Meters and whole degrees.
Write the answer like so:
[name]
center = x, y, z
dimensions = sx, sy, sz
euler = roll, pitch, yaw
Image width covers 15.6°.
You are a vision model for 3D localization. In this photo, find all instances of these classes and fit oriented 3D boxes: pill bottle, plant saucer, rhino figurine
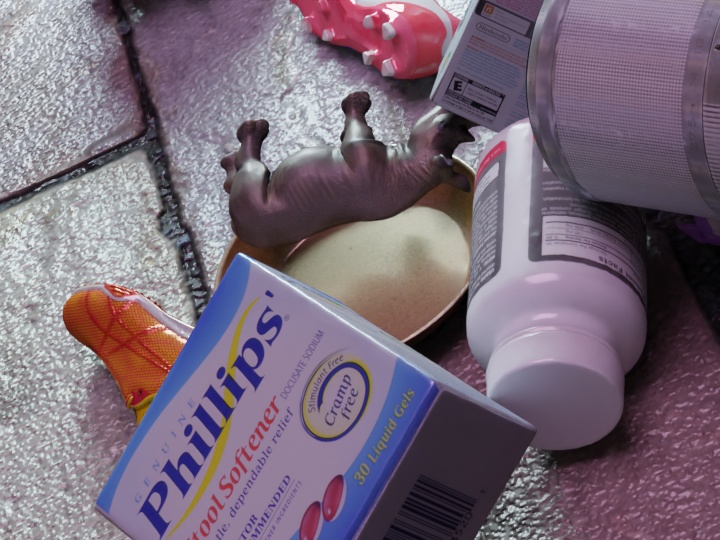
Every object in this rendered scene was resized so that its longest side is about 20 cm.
[pill bottle]
center = 0.121, 0.008, 1.610
dimensions = 0.110, 0.111, 0.200
euler = -12, 44, 18
[plant saucer]
center = 0.000, 0.000, 1.741
dimensions = 0.200, 0.035, 0.201
euler = -15, 43, 14
[rhino figurine]
center = -0.001, -0.068, 1.737
dimensions = 0.199, 0.060, 0.088
euler = -15, 57, 13

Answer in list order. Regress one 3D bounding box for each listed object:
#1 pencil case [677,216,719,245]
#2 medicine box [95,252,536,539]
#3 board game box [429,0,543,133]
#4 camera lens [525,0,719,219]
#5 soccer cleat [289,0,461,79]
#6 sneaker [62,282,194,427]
[pencil case]
center = 0.287, -0.017, 1.572
dimensions = 0.200, 0.084, 0.086
euler = 35, 94, 47
[medicine box]
center = -0.030, 0.118, 1.543
dimensions = 0.200, 0.103, 0.183
euler = 31, 92, 44
[board game box]
center = 0.151, -0.172, 1.673
dimensions = 0.147, 0.200, 0.064
euler = 24, 25, -2
[camera lens]
center = 0.209, -0.110, 1.523
dimensions = 0.200, 0.160, 0.160
euler = 10, 54, 38
[soccer cleat]
center = 0.012, -0.192, 1.917
dimensions = 0.076, 0.067, 0.200
euler = -9, 28, -26
[sneaker]
center = -0.141, 0.064, 1.732
dimensions = 0.200, 0.073, 0.077
euler = 25, 73, 45
